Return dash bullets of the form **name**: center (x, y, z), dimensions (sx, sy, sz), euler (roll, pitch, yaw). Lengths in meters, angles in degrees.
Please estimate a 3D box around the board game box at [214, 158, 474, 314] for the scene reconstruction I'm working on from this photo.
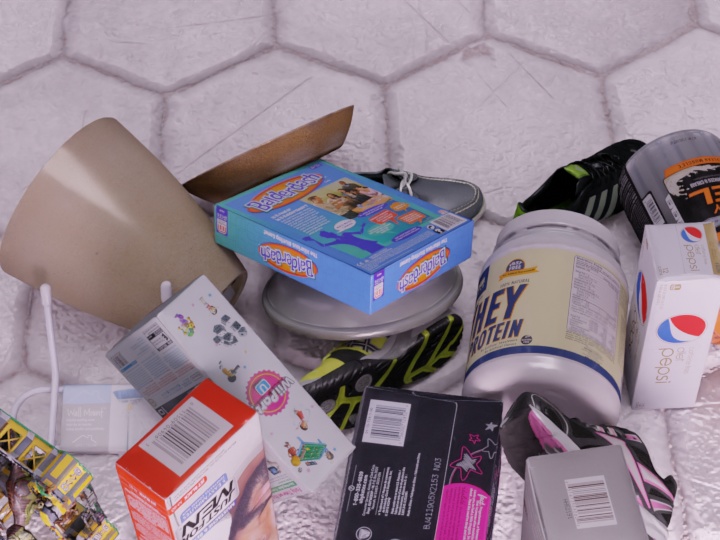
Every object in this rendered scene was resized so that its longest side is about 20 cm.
- **board game box**: center (-0.017, -0.037, 1.469), dimensions (0.200, 0.045, 0.152), euler (25, 36, 35)

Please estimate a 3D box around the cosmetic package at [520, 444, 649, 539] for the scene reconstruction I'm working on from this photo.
- **cosmetic package**: center (0.180, 0.243, 1.267), dimensions (0.090, 0.200, 0.107), euler (-7, 49, -5)

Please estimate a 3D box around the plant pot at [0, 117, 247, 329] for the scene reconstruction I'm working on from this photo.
- **plant pot**: center (-0.216, -0.019, 1.522), dimensions (0.200, 0.188, 0.187), euler (34, 59, 8)

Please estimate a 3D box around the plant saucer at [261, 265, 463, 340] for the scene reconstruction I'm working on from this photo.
- **plant saucer**: center (0.000, 0.000, 1.515), dimensions (0.199, 0.050, 0.200), euler (-5, 27, 2)

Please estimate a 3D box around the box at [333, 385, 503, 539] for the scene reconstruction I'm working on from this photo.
- **box**: center (0.049, 0.218, 1.346), dimensions (0.132, 0.115, 0.201), euler (6, 50, 8)

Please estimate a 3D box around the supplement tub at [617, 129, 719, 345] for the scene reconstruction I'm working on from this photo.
- **supplement tub**: center (0.342, -0.032, 1.529), dimensions (0.122, 0.123, 0.200), euler (-13, 53, -8)

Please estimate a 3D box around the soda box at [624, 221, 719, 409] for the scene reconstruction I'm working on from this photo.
- **soda box**: center (0.285, 0.045, 1.419), dimensions (0.063, 0.200, 0.068), euler (-3, 51, 0)

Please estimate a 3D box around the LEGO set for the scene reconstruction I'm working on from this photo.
- **LEGO set**: center (-0.301, 0.212, 1.322), dimensions (0.154, 0.200, 0.116), euler (35, 67, 11)

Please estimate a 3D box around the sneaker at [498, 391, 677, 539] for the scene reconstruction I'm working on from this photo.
- **sneaker**: center (0.203, 0.166, 1.356), dimensions (0.080, 0.200, 0.087), euler (-14, 38, 49)

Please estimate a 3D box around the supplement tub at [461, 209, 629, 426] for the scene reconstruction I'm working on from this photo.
- **supplement tub**: center (0.176, 0.057, 1.450), dimensions (0.144, 0.145, 0.201), euler (6, 51, 7)

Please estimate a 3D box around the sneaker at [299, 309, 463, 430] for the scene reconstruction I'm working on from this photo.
- **sneaker**: center (0.005, 0.087, 1.488), dimensions (0.200, 0.076, 0.076), euler (-27, 47, -31)

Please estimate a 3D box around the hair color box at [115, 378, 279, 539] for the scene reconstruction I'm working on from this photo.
- **hair color box**: center (-0.134, 0.198, 1.312), dimensions (0.064, 0.200, 0.111), euler (32, 59, 26)

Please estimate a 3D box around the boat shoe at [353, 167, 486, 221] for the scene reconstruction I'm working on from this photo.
- **boat shoe**: center (0.033, -0.073, 1.612), dimensions (0.199, 0.062, 0.073), euler (-4, 52, -1)

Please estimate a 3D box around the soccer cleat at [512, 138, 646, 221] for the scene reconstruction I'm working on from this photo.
- **soccer cleat**: center (0.235, -0.086, 1.603), dimensions (0.200, 0.081, 0.067), euler (-36, 58, -24)

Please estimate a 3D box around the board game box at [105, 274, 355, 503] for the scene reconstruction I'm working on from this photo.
- **board game box**: center (-0.117, 0.113, 1.362), dimensions (0.200, 0.147, 0.064), euler (50, 61, -6)

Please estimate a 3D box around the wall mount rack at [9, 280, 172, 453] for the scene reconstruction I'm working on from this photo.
- **wall mount rack**: center (-0.237, 0.104, 1.452), dimensions (0.199, 0.075, 0.175), euler (-1, 72, 1)

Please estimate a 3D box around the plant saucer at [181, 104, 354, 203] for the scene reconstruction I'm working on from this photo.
- **plant saucer**: center (-0.090, -0.113, 1.601), dimensions (0.200, 0.200, 0.036), euler (-26, 94, -18)
